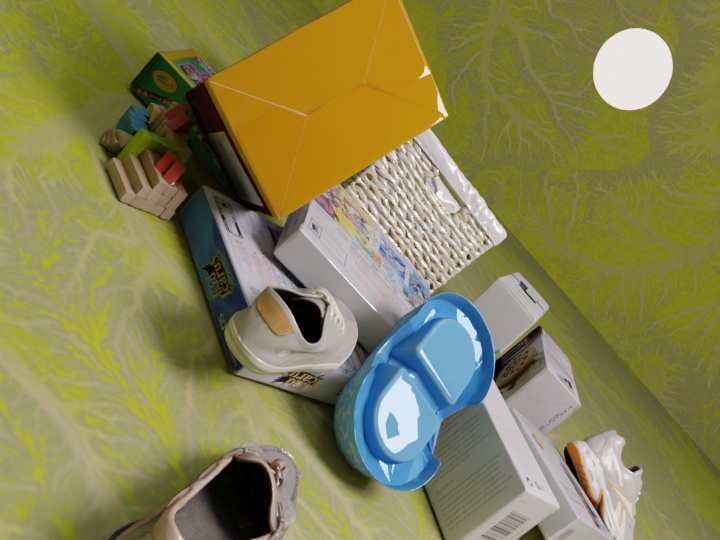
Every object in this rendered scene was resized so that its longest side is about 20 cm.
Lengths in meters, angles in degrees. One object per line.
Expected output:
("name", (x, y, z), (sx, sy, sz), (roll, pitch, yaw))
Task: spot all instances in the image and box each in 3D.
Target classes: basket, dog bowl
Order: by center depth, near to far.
("dog bowl", (0.049, 0.109, 0.681), (0.113, 0.049, 0.200), (54, 53, -15))
("basket", (0.064, -0.085, 1.015), (0.199, 0.160, 0.200), (50, 0, -14))

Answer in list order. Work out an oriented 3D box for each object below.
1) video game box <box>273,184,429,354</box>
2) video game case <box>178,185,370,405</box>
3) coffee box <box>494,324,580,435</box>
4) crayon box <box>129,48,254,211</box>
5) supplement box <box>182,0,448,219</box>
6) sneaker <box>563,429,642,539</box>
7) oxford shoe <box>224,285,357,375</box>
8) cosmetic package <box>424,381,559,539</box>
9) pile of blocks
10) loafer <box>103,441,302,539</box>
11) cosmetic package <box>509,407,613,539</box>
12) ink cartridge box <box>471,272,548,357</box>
("video game box", (0.000, 0.000, 0.791), (0.200, 0.046, 0.183), (47, 23, -17))
("video game case", (-0.075, 0.030, 0.715), (0.180, 0.045, 0.202), (28, 27, -48))
("coffee box", (0.266, 0.176, 1.139), (0.080, 0.113, 0.200), (46, 16, -2))
("crayon box", (-0.170, -0.173, 0.891), (0.200, 0.058, 0.119), (46, 17, -8))
("supplement box", (-0.054, -0.167, 0.740), (0.135, 0.195, 0.199), (62, -14, -17))
("sneaker", (0.359, 0.318, 1.015), (0.076, 0.090, 0.205), (-171, -120, -81))
("oxford shoe", (-0.039, 0.042, 0.610), (0.076, 0.058, 0.199), (50, 15, 14))
("cosmetic package", (0.110, 0.179, 0.765), (0.071, 0.101, 0.202), (33, 24, -39))
("pile of blocks", (-0.202, -0.134, 0.723), (0.082, 0.062, 0.202), (37, 20, -32))
("loafer", (-0.075, 0.144, 0.440), (0.072, 0.063, 0.199), (52, 17, 10))
("cosmetic package", (0.242, 0.275, 0.933), (0.200, 0.051, 0.152), (42, 14, -51))
("ink cartridge box", (0.203, 0.083, 1.128), (0.084, 0.146, 0.199), (49, 16, 12))
